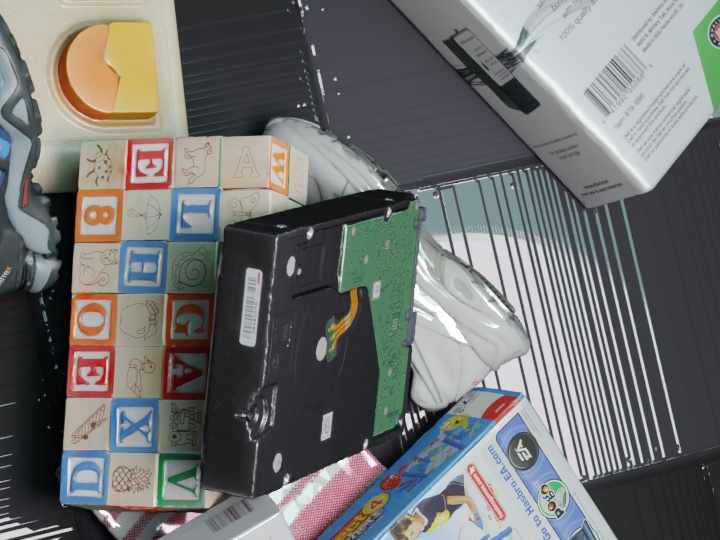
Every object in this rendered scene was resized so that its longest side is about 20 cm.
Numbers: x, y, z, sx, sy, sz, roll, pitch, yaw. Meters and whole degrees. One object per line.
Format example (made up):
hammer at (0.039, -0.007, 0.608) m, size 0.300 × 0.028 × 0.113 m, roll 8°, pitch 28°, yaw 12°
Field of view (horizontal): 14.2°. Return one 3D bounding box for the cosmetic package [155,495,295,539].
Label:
cosmetic package at (-0.103, 0.228, 1.523) m, size 0.199 × 0.052 × 0.151 m, roll -30°, pitch 113°, yaw -9°

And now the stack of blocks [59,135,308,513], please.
stack of blocks at (-0.095, 0.031, 1.574) m, size 0.115 × 0.059 × 0.201 m, roll 0°, pitch 81°, yaw 20°

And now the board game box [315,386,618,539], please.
board game box at (0.063, 0.205, 1.655) m, size 0.196 × 0.056 × 0.200 m, roll -42°, pitch 113°, yaw -22°

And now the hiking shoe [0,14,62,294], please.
hiking shoe at (-0.217, -0.067, 1.549) m, size 0.086 × 0.074 × 0.201 m, roll -18°, pitch 118°, yaw -18°

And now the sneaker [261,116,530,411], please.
sneaker at (0.000, 0.000, 1.665) m, size 0.099 × 0.078 × 0.200 m, roll -43°, pitch 83°, yaw 5°

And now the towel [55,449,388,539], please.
towel at (-0.062, 0.136, 1.651) m, size 0.200 × 0.030 × 0.146 m, roll 48°, pitch 69°, yaw -9°

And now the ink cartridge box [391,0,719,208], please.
ink cartridge box at (0.129, -0.160, 1.740) m, size 0.200 × 0.083 × 0.147 m, roll 46°, pitch 69°, yaw -12°

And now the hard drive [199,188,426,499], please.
hard drive at (-0.023, 0.034, 1.543) m, size 0.200 × 0.038 × 0.140 m, roll -18°, pitch 116°, yaw -64°

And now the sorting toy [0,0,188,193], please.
sorting toy at (-0.189, -0.144, 1.626) m, size 0.184 × 0.036 × 0.201 m, roll -3°, pitch 84°, yaw -24°
